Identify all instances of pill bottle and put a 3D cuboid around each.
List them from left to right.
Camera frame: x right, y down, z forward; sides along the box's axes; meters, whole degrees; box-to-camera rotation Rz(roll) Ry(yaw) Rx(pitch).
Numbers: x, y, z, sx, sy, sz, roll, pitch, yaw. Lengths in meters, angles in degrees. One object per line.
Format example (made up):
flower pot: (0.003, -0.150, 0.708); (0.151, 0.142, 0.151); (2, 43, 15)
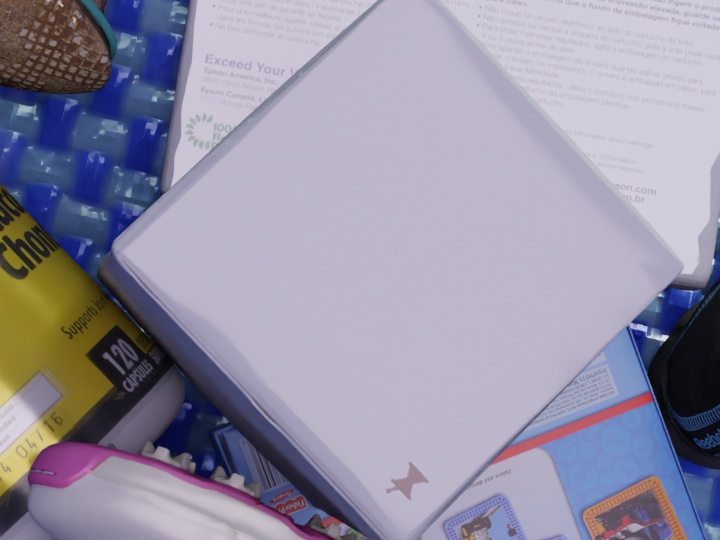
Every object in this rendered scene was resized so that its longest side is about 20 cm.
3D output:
pill bottle: (-0.160, 0.006, 0.880); (0.112, 0.112, 0.200); (-44, 94, -9)

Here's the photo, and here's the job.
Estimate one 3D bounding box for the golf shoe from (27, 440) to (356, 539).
golf shoe: (-0.021, 0.124, 0.820); (0.200, 0.075, 0.092); (33, 73, -15)

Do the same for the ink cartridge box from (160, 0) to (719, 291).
ink cartridge box: (0.040, -0.105, 0.972); (0.196, 0.043, 0.200); (10, 84, -6)

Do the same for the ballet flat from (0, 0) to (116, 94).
ballet flat: (-0.173, -0.112, 0.905); (0.200, 0.071, 0.065); (38, 55, 3)

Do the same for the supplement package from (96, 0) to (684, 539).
supplement package: (0.000, 0.000, 0.841); (0.117, 0.200, 0.117); (-43, 94, -6)

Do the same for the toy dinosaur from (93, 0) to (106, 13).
toy dinosaur: (-0.083, -0.190, 0.940); (0.135, 0.086, 0.200); (-16, 94, -15)

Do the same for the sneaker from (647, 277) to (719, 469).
sneaker: (0.179, -0.015, 0.969); (0.073, 0.082, 0.200); (32, 81, -4)

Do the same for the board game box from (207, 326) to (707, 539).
board game box: (0.052, 0.123, 0.963); (0.151, 0.037, 0.200); (-21, 90, -9)
